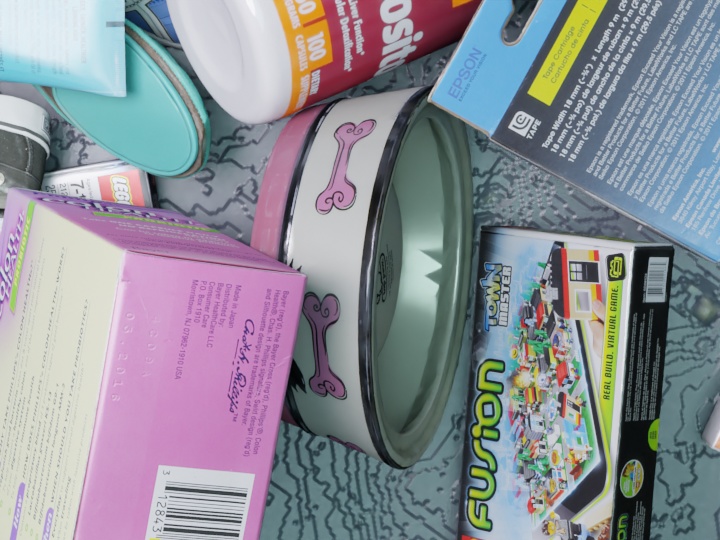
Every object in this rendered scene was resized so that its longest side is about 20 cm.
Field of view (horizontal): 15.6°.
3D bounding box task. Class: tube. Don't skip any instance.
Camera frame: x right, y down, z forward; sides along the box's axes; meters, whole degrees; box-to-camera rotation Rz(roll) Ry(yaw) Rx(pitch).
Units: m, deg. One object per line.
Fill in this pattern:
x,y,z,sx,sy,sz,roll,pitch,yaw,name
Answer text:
-0.218,-0.131,1.367,0.200,0.050,0.077,3,106,13,tube

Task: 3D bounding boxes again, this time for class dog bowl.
0.000,0.000,1.371,0.074,0.200,0.200,6,95,16,dog bowl

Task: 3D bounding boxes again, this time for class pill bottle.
0.007,-0.162,1.369,0.200,0.113,0.113,-26,95,-21,pill bottle

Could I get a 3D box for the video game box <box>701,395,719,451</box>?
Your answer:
0.312,0.042,1.448,0.182,0.047,0.200,24,94,0,video game box

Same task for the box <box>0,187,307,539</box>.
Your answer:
-0.119,0.064,1.307,0.097,0.200,0.176,8,97,-25,box

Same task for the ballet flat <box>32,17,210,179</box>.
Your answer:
-0.152,-0.122,1.408,0.200,0.070,0.067,34,113,8,ballet flat

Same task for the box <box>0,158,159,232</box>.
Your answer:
-0.152,0.043,1.444,0.110,0.035,0.200,-11,95,1,box

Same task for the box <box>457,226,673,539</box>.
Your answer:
0.108,0.081,1.413,0.035,0.110,0.200,0,95,-45,box

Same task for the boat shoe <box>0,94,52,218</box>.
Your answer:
-0.266,-0.063,1.394,0.200,0.071,0.064,4,65,6,boat shoe

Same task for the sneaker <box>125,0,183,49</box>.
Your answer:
-0.130,-0.174,1.406,0.200,0.077,0.076,26,92,-6,sneaker

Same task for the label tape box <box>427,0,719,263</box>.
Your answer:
0.138,-0.112,1.390,0.200,0.063,0.144,28,94,-24,label tape box
